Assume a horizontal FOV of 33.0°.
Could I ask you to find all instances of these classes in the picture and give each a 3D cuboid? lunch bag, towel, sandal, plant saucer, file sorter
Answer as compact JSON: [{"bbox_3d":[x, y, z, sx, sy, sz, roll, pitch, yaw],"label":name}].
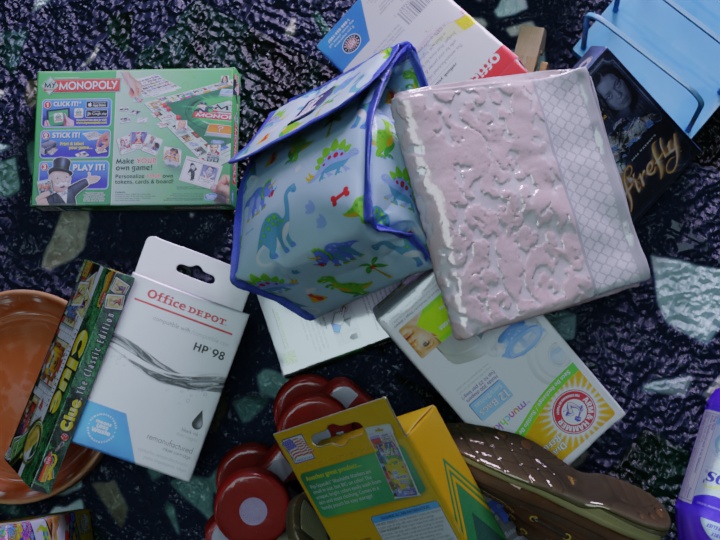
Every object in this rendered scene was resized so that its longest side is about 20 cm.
[{"bbox_3d":[-0.019,-0.084,1.042,0.169,0.127,0.201,-22,53,37],"label":"lunch bag"},{"bbox_3d":[0.132,-0.062,0.989,0.190,0.032,0.201,-13,85,-23],"label":"towel"},{"bbox_3d":[-0.010,0.258,1.034,0.054,0.200,0.082,-20,49,24],"label":"sandal"},{"bbox_3d":[-0.322,0.120,1.158,0.199,0.032,0.202,-1,82,8],"label":"plant saucer"},{"bbox_3d":[0.307,-0.243,1.075,0.139,0.123,0.200,41,89,10],"label":"file sorter"}]

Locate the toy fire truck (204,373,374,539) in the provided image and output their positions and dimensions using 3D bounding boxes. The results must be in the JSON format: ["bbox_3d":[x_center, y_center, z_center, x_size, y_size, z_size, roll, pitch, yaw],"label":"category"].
[{"bbox_3d":[-0.033,0.199,1.078,0.168,0.112,0.200,40,90,-8],"label":"toy fire truck"}]

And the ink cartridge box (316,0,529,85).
[{"bbox_3d":[0.071,-0.175,1.102,0.116,0.067,0.200,-46,68,6],"label":"ink cartridge box"}]

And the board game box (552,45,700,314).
[{"bbox_3d":[0.190,-0.080,1.084,0.135,0.035,0.200,42,89,-18],"label":"board game box"}]

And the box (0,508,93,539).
[{"bbox_3d":[-0.355,0.287,1.059,0.199,0.193,0.123,-10,82,7],"label":"box"}]

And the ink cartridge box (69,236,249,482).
[{"bbox_3d":[-0.177,0.077,1.107,0.115,0.067,0.201,20,83,-9],"label":"ink cartridge box"}]

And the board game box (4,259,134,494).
[{"bbox_3d":[-0.263,0.091,1.091,0.023,0.105,0.201,24,84,-31],"label":"board game box"}]

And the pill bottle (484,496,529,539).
[{"bbox_3d":[0.136,0.284,1.033,0.114,0.114,0.200,-36,80,2],"label":"pill bottle"}]

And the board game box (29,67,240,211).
[{"bbox_3d":[-0.217,-0.126,1.177,0.199,0.029,0.136,1,82,8],"label":"board game box"}]

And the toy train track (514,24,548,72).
[{"bbox_3d":[0.138,-0.125,1.122,0.114,0.033,0.201,13,84,22],"label":"toy train track"}]

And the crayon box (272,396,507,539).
[{"bbox_3d":[0.033,0.189,0.958,0.125,0.052,0.201,-22,100,38],"label":"crayon box"}]

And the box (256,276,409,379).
[{"bbox_3d":[0.000,0.000,1.129,0.199,0.036,0.145,-20,81,6],"label":"box"}]

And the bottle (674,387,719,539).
[{"bbox_3d":[0.314,0.204,1.044,0.083,0.065,0.201,18,85,8],"label":"bottle"}]

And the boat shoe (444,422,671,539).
[{"bbox_3d":[0.143,0.185,0.969,0.199,0.072,0.068,23,110,4],"label":"boat shoe"}]

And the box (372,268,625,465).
[{"bbox_3d":[0.116,0.078,1.047,0.112,0.101,0.200,-40,94,1],"label":"box"}]
